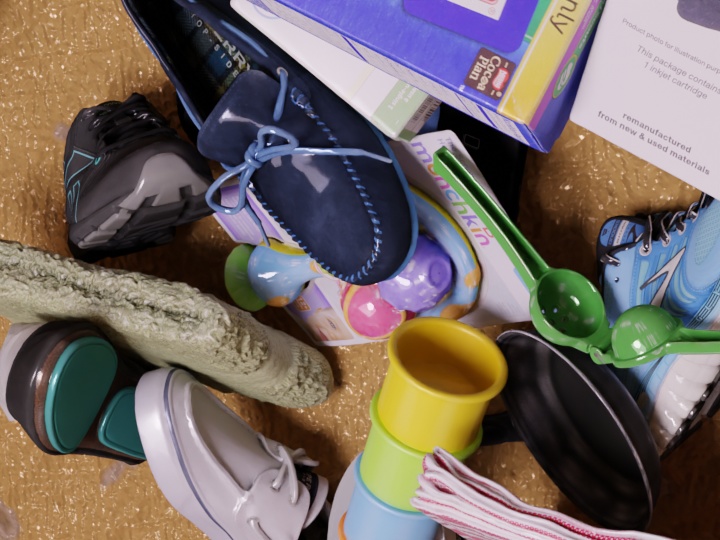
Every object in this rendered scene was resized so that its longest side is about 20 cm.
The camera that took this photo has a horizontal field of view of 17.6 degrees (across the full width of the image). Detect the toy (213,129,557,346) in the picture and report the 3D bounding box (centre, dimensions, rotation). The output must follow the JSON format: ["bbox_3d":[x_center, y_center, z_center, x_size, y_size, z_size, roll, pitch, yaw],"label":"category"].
[{"bbox_3d":[0.000,0.000,1.154,0.199,0.047,0.115,-6,128,51],"label":"toy"}]

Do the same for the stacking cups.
[{"bbox_3d":[0.019,0.115,1.157,0.060,0.060,0.201,31,131,18],"label":"stacking cups"}]

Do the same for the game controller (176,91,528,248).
[{"bbox_3d":[-0.006,-0.077,1.158,0.199,0.042,0.105,23,136,22],"label":"game controller"}]

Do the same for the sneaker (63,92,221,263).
[{"bbox_3d":[-0.125,-0.051,1.195,0.200,0.075,0.080,161,96,-73],"label":"sneaker"}]

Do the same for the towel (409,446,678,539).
[{"bbox_3d":[0.120,0.138,1.116,0.146,0.200,0.030,17,80,27],"label":"towel"}]

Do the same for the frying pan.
[{"bbox_3d":[0.099,0.087,1.141,0.115,0.031,0.190,53,161,11],"label":"frying pan"}]

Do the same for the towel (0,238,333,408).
[{"bbox_3d":[-0.124,0.025,1.244,0.199,0.148,0.037,13,79,29],"label":"towel"}]

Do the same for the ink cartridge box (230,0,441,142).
[{"bbox_3d":[-0.012,-0.176,1.075,0.200,0.048,0.146,40,98,10],"label":"ink cartridge box"}]

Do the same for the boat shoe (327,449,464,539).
[{"bbox_3d":[0.028,0.172,1.248,0.070,0.064,0.201,13,119,27],"label":"boat shoe"}]

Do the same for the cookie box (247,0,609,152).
[{"bbox_3d":[0.027,-0.171,0.965,0.199,0.075,0.172,28,92,13],"label":"cookie box"}]

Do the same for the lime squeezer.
[{"bbox_3d":[0.116,0.011,1.042,0.199,0.038,0.071,28,122,29],"label":"lime squeezer"}]

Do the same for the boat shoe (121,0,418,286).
[{"bbox_3d":[-0.053,-0.067,1.103,0.200,0.068,0.084,47,120,27],"label":"boat shoe"}]

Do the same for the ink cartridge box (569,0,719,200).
[{"bbox_3d":[0.176,-0.149,0.937,0.084,0.145,0.201,30,126,20],"label":"ink cartridge box"}]

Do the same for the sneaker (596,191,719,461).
[{"bbox_3d":[0.148,-0.003,1.074,0.090,0.078,0.201,37,128,17],"label":"sneaker"}]

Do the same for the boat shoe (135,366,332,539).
[{"bbox_3d":[-0.048,0.121,1.257,0.065,0.074,0.200,-18,129,24],"label":"boat shoe"}]

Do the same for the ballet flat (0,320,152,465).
[{"bbox_3d":[-0.154,0.064,1.224,0.068,0.200,0.068,23,81,18],"label":"ballet flat"}]
